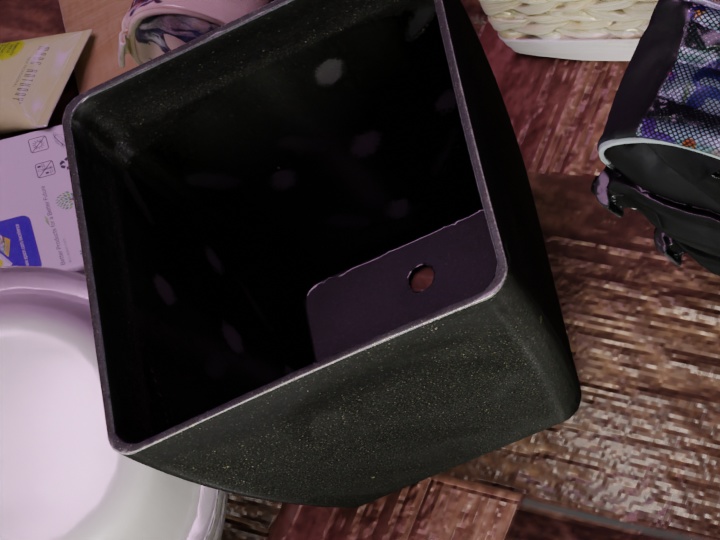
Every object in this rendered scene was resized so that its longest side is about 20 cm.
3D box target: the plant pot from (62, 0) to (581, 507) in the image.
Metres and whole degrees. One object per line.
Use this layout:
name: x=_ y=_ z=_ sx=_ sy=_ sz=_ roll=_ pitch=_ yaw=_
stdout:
plant pot: x=0.000 y=0.000 z=1.391 sx=0.199 sy=0.177 sz=0.200 roll=-24 pitch=55 yaw=18

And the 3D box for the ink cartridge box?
ink cartridge box: x=-0.230 y=-0.010 z=1.572 sx=0.199 sy=0.039 sz=0.100 roll=-13 pitch=55 yaw=-7

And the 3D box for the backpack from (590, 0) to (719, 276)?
backpack: x=0.228 y=-0.047 z=1.286 sx=0.199 sy=0.177 sz=0.151 roll=25 pitch=84 yaw=33

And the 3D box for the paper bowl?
paper bowl: x=-0.165 y=0.095 z=1.431 sx=0.199 sy=0.104 sz=0.202 roll=0 pitch=73 yaw=0

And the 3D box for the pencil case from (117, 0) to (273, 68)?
pencil case: x=-0.072 y=-0.194 z=1.580 sx=0.089 sy=0.078 sz=0.201 roll=7 pitch=66 yaw=13

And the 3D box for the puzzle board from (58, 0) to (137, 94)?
puzzle board: x=-0.079 y=-0.183 z=1.641 sx=0.199 sy=0.017 sz=0.151 roll=-26 pitch=53 yaw=15

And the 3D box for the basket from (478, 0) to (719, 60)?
basket: x=0.148 y=-0.189 z=1.442 sx=0.199 sy=0.123 sz=0.136 roll=3 pitch=67 yaw=31

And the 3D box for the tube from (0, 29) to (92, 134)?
tube: x=-0.244 y=-0.097 z=1.662 sx=0.199 sy=0.052 sz=0.058 roll=-6 pitch=86 yaw=30
